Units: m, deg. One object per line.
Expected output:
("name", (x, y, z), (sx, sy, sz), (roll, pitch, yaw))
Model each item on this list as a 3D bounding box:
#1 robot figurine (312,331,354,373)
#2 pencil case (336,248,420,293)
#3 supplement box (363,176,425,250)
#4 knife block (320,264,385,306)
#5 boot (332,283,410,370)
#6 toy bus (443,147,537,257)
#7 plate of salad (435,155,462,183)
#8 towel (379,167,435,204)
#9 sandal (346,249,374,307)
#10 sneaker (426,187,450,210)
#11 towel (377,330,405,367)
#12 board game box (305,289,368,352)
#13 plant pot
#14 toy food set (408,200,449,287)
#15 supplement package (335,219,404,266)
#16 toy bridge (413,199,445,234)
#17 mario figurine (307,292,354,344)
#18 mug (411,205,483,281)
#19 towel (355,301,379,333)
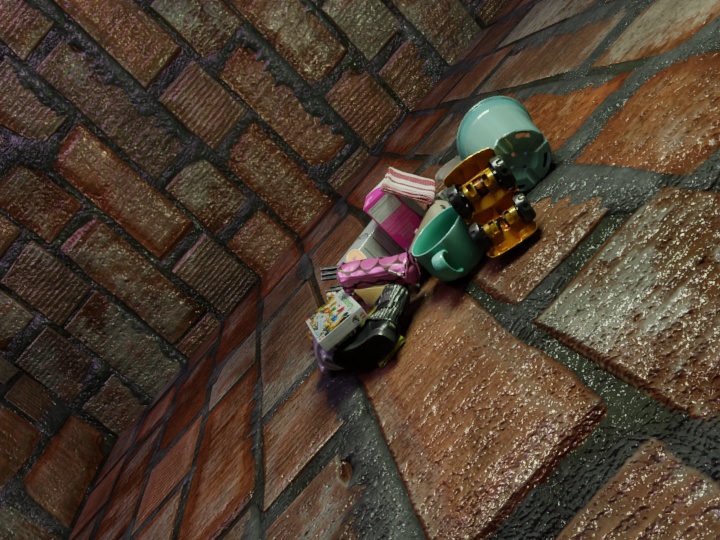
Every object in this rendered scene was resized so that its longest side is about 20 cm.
("robot figurine", (-0.066, 0.178, 1.467), (0.172, 0.112, 0.200), (-63, 13, 9))
("pencil case", (0.038, 0.007, 1.360), (0.197, 0.092, 0.094), (-10, 22, 26))
("supplement box", (0.113, -0.156, 1.621), (0.103, 0.200, 0.102), (-39, 17, 23))
("knife block", (0.000, 0.000, 1.493), (0.201, 0.175, 0.064), (-52, -9, 9))
("boot", (0.028, 0.134, 1.325), (0.210, 0.079, 0.159), (-32, 29, 40))
("toy bus", (0.287, -0.135, 1.220), (0.135, 0.202, 0.191), (-33, -13, 18))
("plate of salad", (0.294, -0.292, 1.554), (0.196, 0.049, 0.200), (-17, -13, -4))
("towel", (0.132, -0.230, 1.534), (0.201, 0.141, 0.023), (-70, -5, -65))
("sandal", (0.007, 0.015, 1.569), (0.079, 0.059, 0.208), (-38, 57, 5))
("sneaker", (0.266, -0.216, 1.603), (0.081, 0.077, 0.199), (-45, 13, -34))
("towel", (0.054, 0.164, 1.364), (0.087, 0.018, 0.200), (-53, 16, 3))
("board game box", (-0.060, 0.115, 1.360), (0.126, 0.035, 0.200), (-40, 16, -5))
("plant pot", (0.346, -0.289, 1.357), (0.200, 0.200, 0.197), (-43, 23, 16))
("toy food set", (0.174, -0.070, 1.438), (0.144, 0.059, 0.203), (-86, 17, -70))
("supplement package", (0.037, -0.049, 1.726), (0.201, 0.117, 0.117), (-52, 14, -15))
("toy bridge", (0.175, -0.089, 1.547), (0.067, 0.027, 0.202), (33, 98, 32))
("mario figurine", (-0.098, 0.119, 1.703), (0.123, 0.106, 0.202), (36, 92, 40))
("mug", (0.198, -0.040, 1.274), (0.186, 0.114, 0.151), (-56, 18, -25))
("towel", (0.053, 0.082, 1.446), (0.201, 0.023, 0.144), (-51, -9, -8))
